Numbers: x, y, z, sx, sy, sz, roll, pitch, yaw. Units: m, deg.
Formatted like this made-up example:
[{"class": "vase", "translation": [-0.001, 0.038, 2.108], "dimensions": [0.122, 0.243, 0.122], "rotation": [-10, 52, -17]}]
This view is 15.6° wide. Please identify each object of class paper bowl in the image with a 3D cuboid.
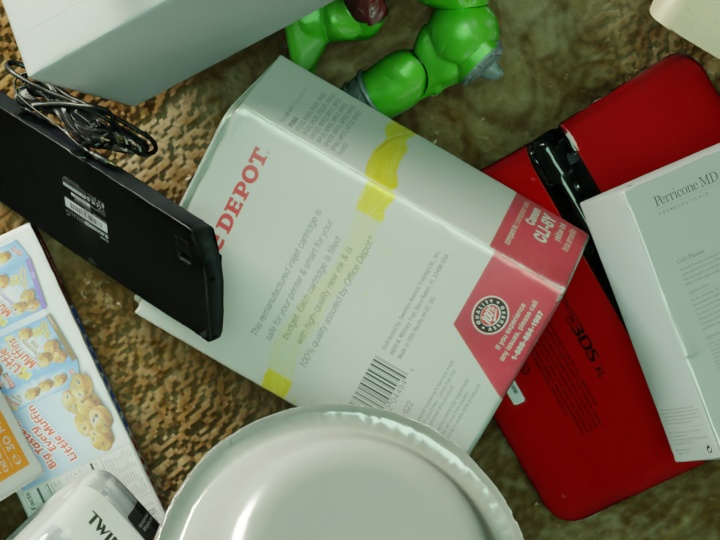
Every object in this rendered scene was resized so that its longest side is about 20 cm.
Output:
[{"class": "paper bowl", "translation": [-0.009, 0.165, 1.324], "dimensions": [0.199, 0.104, 0.202], "rotation": [4, 66, -10]}]

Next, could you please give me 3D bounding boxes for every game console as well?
[{"class": "game console", "translation": [0.148, 0.010, 1.482], "dimensions": [0.172, 0.119, 0.201], "rotation": [-29, 93, 31]}]

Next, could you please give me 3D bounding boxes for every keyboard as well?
[{"class": "keyboard", "translation": [-0.134, -0.048, 1.400], "dimensions": [0.199, 0.105, 0.040], "rotation": [32, 50, 34]}]

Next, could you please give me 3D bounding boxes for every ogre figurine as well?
[{"class": "ogre figurine", "translation": [0.017, -0.169, 1.432], "dimensions": [0.119, 0.098, 0.202], "rotation": [-2, 81, 11]}]

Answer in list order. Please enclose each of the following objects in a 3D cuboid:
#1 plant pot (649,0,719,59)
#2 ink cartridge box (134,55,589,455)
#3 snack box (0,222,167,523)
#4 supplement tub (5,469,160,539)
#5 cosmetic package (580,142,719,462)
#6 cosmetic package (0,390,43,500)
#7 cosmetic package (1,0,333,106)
[{"class": "plant pot", "translation": [0.286, -0.180, 1.356], "dimensions": [0.199, 0.200, 0.178], "rotation": [29, 113, 1]}, {"class": "ink cartridge box", "translation": [0.000, 0.000, 1.414], "dimensions": [0.199, 0.083, 0.146], "rotation": [30, 119, 1]}, {"class": "snack box", "translation": [-0.174, 0.078, 1.473], "dimensions": [0.072, 0.024, 0.201], "rotation": [-24, 93, 2]}, {"class": "supplement tub", "translation": [-0.117, 0.216, 1.411], "dimensions": [0.122, 0.123, 0.200], "rotation": [-42, 95, 1]}, {"class": "cosmetic package", "translation": [0.233, -0.003, 1.428], "dimensions": [0.199, 0.052, 0.152], "rotation": [-22, 95, -27]}, {"class": "cosmetic package", "translation": [-0.273, 0.112, 1.388], "dimensions": [0.071, 0.200, 0.102], "rotation": [-24, 96, 42]}, {"class": "cosmetic package", "translation": [-0.097, -0.221, 1.363], "dimensions": [0.198, 0.123, 0.201], "rotation": [-26, 78, 20]}]
